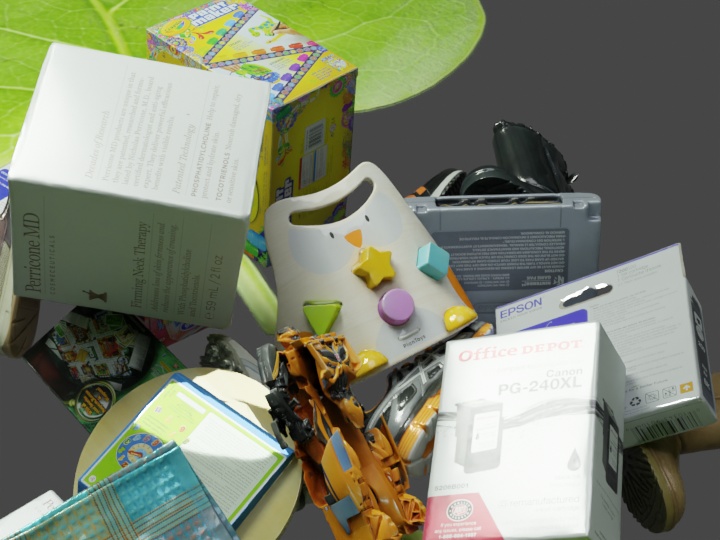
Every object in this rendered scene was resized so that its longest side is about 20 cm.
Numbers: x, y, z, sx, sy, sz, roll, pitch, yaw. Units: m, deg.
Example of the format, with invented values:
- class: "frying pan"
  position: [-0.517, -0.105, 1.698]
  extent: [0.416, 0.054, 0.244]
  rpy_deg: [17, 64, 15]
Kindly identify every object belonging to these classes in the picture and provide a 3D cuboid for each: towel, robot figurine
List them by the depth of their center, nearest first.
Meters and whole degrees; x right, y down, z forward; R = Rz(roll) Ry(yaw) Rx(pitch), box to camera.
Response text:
- class: "towel"
  position: [-0.180, 0.232, 1.098]
  extent: [0.200, 0.022, 0.147]
  rpy_deg: [-28, 79, -35]
- class: "robot figurine"
  position: [-0.016, 0.135, 1.207]
  extent: [0.201, 0.058, 0.145]
  rpy_deg: [66, 21, 7]

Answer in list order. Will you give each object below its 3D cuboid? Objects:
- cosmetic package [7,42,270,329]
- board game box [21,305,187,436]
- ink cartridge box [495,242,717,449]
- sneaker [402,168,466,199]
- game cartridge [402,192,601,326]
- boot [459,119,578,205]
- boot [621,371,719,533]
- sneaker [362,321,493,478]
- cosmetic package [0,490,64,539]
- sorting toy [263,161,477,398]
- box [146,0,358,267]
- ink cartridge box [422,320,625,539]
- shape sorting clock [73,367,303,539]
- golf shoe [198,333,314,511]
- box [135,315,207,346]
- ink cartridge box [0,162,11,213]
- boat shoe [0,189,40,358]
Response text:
- class: "cosmetic package"
  position: [-0.195, -0.072, 1.289]
  extent: [0.199, 0.168, 0.167]
  rpy_deg: [9, 52, -5]
- class: "board game box"
  position: [-0.214, 0.104, 1.314]
  extent: [0.105, 0.023, 0.200]
  rpy_deg: [-41, 55, -12]
- class: "ink cartridge box"
  position: [0.217, 0.083, 1.327]
  extent: [0.198, 0.043, 0.200]
  rpy_deg: [-20, 37, 23]
- class: "sneaker"
  position: [0.045, -0.057, 1.536]
  extent: [0.090, 0.070, 0.200]
  rpy_deg: [13, 36, 22]
- class: "game cartridge"
  position: [0.135, -0.009, 1.436]
  extent: [0.199, 0.134, 0.040]
  rpy_deg: [-1, 23, 0]
- class: "boot"
  position: [0.165, -0.093, 1.522]
  extent: [0.198, 0.073, 0.163]
  rpy_deg: [36, 35, -37]
- class: "boot"
  position: [0.324, 0.152, 1.324]
  extent: [0.199, 0.066, 0.175]
  rpy_deg: [-5, 41, -15]
- class: "sneaker"
  position: [0.065, 0.106, 1.341]
  extent: [0.077, 0.078, 0.200]
  rpy_deg: [14, 37, 27]
- class: "cosmetic package"
  position: [-0.286, 0.265, 1.105]
  extent: [0.101, 0.071, 0.200]
  rpy_deg: [35, 47, 30]
- class: "sorting toy"
  position: [0.000, 0.000, 1.344]
  extent: [0.200, 0.107, 0.180]
  rpy_deg: [-27, 90, -20]
- class: "box"
  position: [-0.116, -0.148, 1.521]
  extent: [0.192, 0.200, 0.122]
  rpy_deg: [34, 48, 31]
- class: "ink cartridge box"
  position: [0.139, 0.151, 1.209]
  extent: [0.145, 0.083, 0.201]
  rpy_deg: [-9, 52, 25]
- class: "shape sorting clock"
  position: [-0.144, 0.174, 1.215]
  extent: [0.199, 0.039, 0.201]
  rpy_deg: [-5, 56, 7]
- class: "golf shoe"
  position: [-0.074, 0.133, 1.306]
  extent: [0.097, 0.078, 0.200]
  rpy_deg: [-4, 43, -39]
- class: "box"
  position: [-0.225, -0.021, 1.435]
  extent: [0.100, 0.096, 0.200]
  rpy_deg: [-26, 49, -31]
- class: "ink cartridge box"
  position: [-0.384, -0.050, 1.498]
  extent: [0.095, 0.037, 0.200]
  rpy_deg: [29, 47, 26]
- class: "boat shoe"
  position: [-0.335, -0.018, 1.379]
  extent: [0.065, 0.072, 0.201]
  rpy_deg: [4, 82, 10]
